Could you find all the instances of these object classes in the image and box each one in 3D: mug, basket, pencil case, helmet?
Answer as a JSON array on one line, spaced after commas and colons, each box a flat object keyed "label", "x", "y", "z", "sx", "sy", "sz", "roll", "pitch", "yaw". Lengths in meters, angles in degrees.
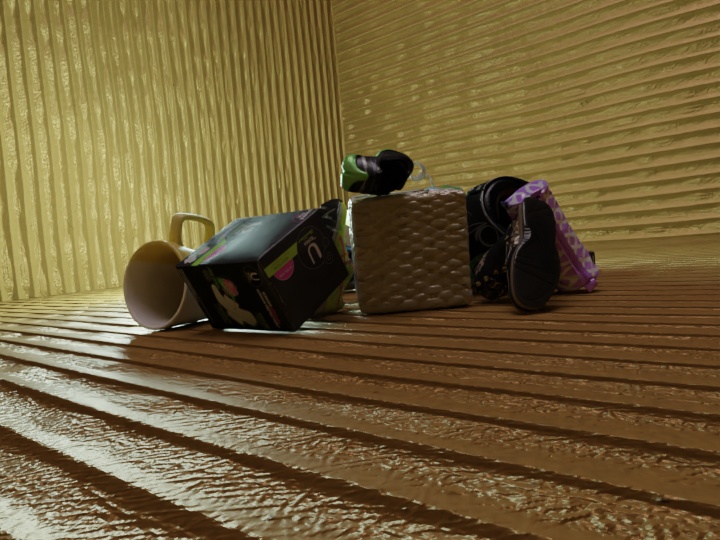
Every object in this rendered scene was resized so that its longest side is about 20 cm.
[{"label": "mug", "x": -0.297, "y": 0.014, "z": 1.042, "sx": 0.149, "sy": 0.187, "sz": 0.153, "roll": 45, "pitch": 18, "yaw": 23}, {"label": "basket", "x": 0.079, "y": -0.037, "z": 0.997, "sx": 0.199, "sy": 0.199, "sz": 0.161, "roll": -5, "pitch": 5, "yaw": 3}, {"label": "pencil case", "x": 0.319, "y": -0.057, "z": 0.981, "sx": 0.084, "sy": 0.200, "sz": 0.085, "roll": -40, "pitch": 15, "yaw": -11}, {"label": "helmet", "x": 0.262, "y": -0.065, "z": 1.124, "sx": 0.199, "sy": 0.201, "sz": 0.191, "roll": -6, "pitch": -26, "yaw": -19}]

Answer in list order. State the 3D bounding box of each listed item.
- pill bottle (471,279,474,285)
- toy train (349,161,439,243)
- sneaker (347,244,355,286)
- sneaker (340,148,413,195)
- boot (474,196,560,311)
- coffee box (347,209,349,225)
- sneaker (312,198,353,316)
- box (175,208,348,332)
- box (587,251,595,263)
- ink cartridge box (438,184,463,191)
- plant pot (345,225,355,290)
[{"label": "pill bottle", "x": 0.216, "y": -0.026, "z": 1.320, "sx": 0.114, "sy": 0.115, "sz": 0.200, "roll": -6, "pitch": 3, "yaw": -21}, {"label": "toy train", "x": 0.081, "y": -0.097, "z": 1.097, "sx": 0.200, "sy": 0.150, "sz": 0.056, "roll": -49, "pitch": 12, "yaw": 2}, {"label": "sneaker", "x": 0.000, "y": 0.000, "z": 1.129, "sx": 0.199, "sy": 0.074, "sz": 0.082, "roll": 26, "pitch": 5, "yaw": -13}, {"label": "sneaker", "x": 0.042, "y": -0.148, "z": 0.934, "sx": 0.083, "sy": 0.077, "sz": 0.200, "roll": 17, "pitch": 22, "yaw": 23}, {"label": "boot", "x": 0.232, "y": 0.003, "z": 0.901, "sx": 0.073, "sy": 0.201, "sz": 0.151, "roll": 18, "pitch": -36, "yaw": -8}, {"label": "coffee box", "x": 0.061, "y": -0.071, "z": 1.604, "sx": 0.198, "sy": 0.199, "sz": 0.200, "roll": -6, "pitch": 2, "yaw": -13}, {"label": "sneaker", "x": -0.049, "y": -0.021, "z": 1.004, "sx": 0.090, "sy": 0.201, "sz": 0.078, "roll": 8, "pitch": 5, "yaw": -42}, {"label": "box", "x": -0.149, "y": 0.000, "z": 0.903, "sx": 0.199, "sy": 0.125, "sz": 0.149, "roll": -1, "pitch": 33, "yaw": 40}, {"label": "box", "x": 0.398, "y": -0.010, "z": 1.322, "sx": 0.199, "sy": 0.049, "sz": 0.158, "roll": -3, "pitch": 3, "yaw": 43}, {"label": "ink cartridge box", "x": 0.133, "y": -0.075, "z": 1.191, "sx": 0.200, "sy": 0.104, "sz": 0.059, "roll": -36, "pitch": 31, "yaw": -18}, {"label": "plant pot", "x": -0.035, "y": -0.027, "z": 1.415, "sx": 0.199, "sy": 0.188, "sz": 0.187, "roll": 9, "pitch": -1, "yaw": -17}]
